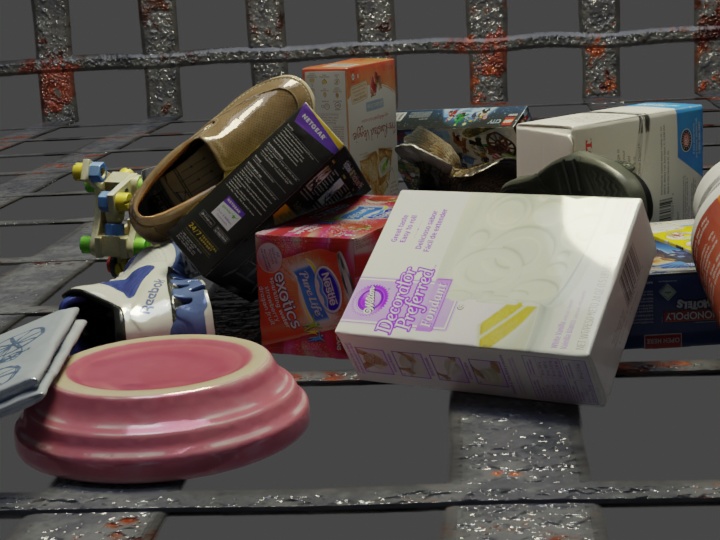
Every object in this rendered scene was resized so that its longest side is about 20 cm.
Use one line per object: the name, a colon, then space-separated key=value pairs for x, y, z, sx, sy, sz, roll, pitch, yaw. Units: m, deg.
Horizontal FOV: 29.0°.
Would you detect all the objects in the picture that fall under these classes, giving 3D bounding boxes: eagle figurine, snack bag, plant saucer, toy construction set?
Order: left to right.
snack bag: x=-0.286 y=0.088 z=0.928 sx=0.198 sy=0.022 sz=0.189 roll=-22 pitch=14 yaw=1
toy construction set: x=-0.222 y=-0.062 z=1.446 sx=0.091 sy=0.133 sz=0.199 roll=4 pitch=14 yaw=29
plant saucer: x=-0.133 y=0.085 z=0.935 sx=0.197 sy=0.052 sz=0.201 roll=-2 pitch=12 yaw=0
eagle figurine: x=0.102 y=-0.089 z=1.467 sx=0.200 sy=0.152 sz=0.151 roll=-44 pitch=5 yaw=-39

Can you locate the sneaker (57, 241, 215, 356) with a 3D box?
sneaker: x=-0.194 y=0.028 z=1.142 sx=0.113 sy=0.082 sz=0.199 roll=-5 pitch=14 yaw=-19

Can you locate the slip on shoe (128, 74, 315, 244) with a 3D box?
slip on shoe: x=-0.121 y=-0.101 z=1.217 sx=0.199 sy=0.076 sz=0.061 roll=-36 pitch=-10 yaw=-5

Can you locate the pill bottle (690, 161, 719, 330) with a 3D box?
pill bottle: x=0.292 y=-0.003 z=0.969 sx=0.110 sy=0.114 sz=0.201 roll=-3 pitch=30 yaw=1

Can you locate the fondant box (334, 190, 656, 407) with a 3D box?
fondant box: x=0.099 y=0.015 z=1.011 sx=0.198 sy=0.059 sz=0.145 roll=3 pitch=50 yaw=31

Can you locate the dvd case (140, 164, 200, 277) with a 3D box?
dvd case: x=-0.117 y=-0.062 z=1.342 sx=0.148 sy=0.025 sz=0.201 roll=-17 pitch=-25 yaw=-2

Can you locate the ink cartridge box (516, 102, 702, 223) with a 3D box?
ink cartridge box: x=0.252 y=-0.086 z=1.400 sx=0.198 sy=0.148 sz=0.084 roll=-12 pitch=16 yaw=-36

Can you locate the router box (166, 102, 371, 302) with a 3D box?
router box: x=-0.073 y=-0.053 z=1.210 sx=0.157 sy=0.052 sz=0.200 roll=-43 pitch=-10 yaw=0

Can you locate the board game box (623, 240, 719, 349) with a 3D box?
board game box: x=0.189 y=0.013 z=1.163 sx=0.197 sy=0.063 sz=0.200 roll=-3 pitch=11 yaw=1

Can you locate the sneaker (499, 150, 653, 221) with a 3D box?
sneaker: x=0.198 y=-0.057 z=1.115 sx=0.113 sy=0.077 sz=0.199 roll=-10 pitch=-1 yaw=-18

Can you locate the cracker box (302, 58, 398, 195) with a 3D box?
cracker box: x=-0.007 y=-0.124 z=1.513 sx=0.057 sy=0.203 sz=0.134 roll=3 pitch=14 yaw=23

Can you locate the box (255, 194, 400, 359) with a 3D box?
box: x=0.000 y=0.000 z=1.176 sx=0.094 sy=0.101 sz=0.200 roll=4 pitch=13 yaw=26

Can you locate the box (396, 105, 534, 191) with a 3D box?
box: x=0.129 y=-0.121 z=1.605 sx=0.198 sy=0.137 sz=0.038 roll=4 pitch=45 yaw=43

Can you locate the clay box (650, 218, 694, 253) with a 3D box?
clay box: x=0.335 y=-0.009 z=1.258 sx=0.113 sy=0.048 sz=0.200 roll=-6 pitch=14 yaw=-12
